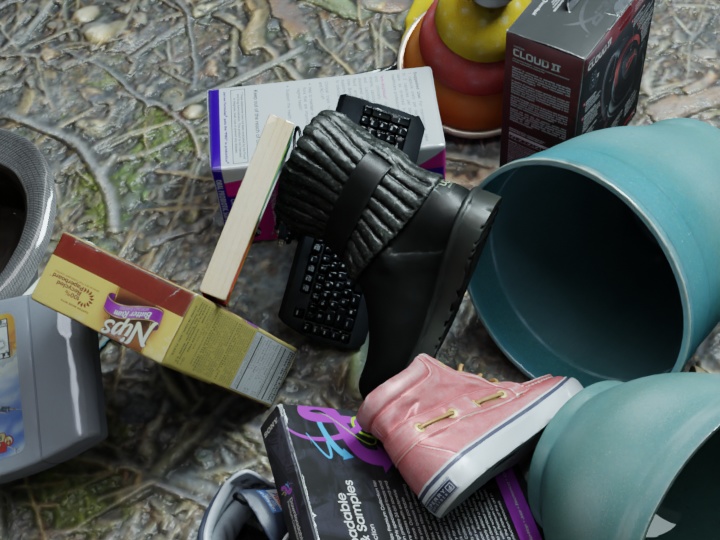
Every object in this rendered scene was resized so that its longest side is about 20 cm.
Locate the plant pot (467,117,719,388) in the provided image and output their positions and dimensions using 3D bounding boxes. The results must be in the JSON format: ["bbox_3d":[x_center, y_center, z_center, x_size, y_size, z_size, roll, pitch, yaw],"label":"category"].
[{"bbox_3d":[0.213,-0.024,0.886,0.200,0.201,0.188,36,47,28],"label":"plant pot"}]

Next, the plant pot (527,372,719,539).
[{"bbox_3d":[0.196,0.151,0.755,0.200,0.201,0.134,-35,33,-21],"label":"plant pot"}]

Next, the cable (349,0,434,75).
[{"bbox_3d":[0.050,-0.201,1.138,0.097,0.050,0.200,39,75,10],"label":"cable"}]

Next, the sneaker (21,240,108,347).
[{"bbox_3d":[-0.257,0.067,0.909,0.076,0.081,0.200,15,60,15],"label":"sneaker"}]

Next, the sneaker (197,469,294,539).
[{"bbox_3d":[-0.029,0.161,0.800,0.200,0.109,0.070,-36,57,-21],"label":"sneaker"}]

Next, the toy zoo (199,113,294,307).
[{"bbox_3d":[-0.087,-0.037,0.866,0.020,0.200,0.132,22,84,-5],"label":"toy zoo"}]

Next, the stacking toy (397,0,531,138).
[{"bbox_3d":[0.109,-0.216,1.015,0.145,0.200,0.147,0,74,-1],"label":"stacking toy"}]

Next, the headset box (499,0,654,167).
[{"bbox_3d":[0.189,-0.178,0.992,0.075,0.200,0.149,26,59,22],"label":"headset box"}]

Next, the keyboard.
[{"bbox_3d":[-0.020,-0.042,0.926,0.104,0.040,0.201,15,89,-1],"label":"keyboard"}]

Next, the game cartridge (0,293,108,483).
[{"bbox_3d":[-0.291,0.095,0.855,0.199,0.042,0.134,-12,71,8],"label":"game cartridge"}]

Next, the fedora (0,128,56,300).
[{"bbox_3d":[-0.333,-0.015,0.973,0.176,0.090,0.201,4,64,11],"label":"fedora"}]

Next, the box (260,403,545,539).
[{"bbox_3d":[0.038,0.163,0.775,0.199,0.036,0.143,11,43,-34],"label":"box"}]

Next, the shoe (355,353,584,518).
[{"bbox_3d":[0.081,0.093,0.799,0.091,0.072,0.200,46,35,17],"label":"shoe"}]

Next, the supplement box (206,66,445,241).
[{"bbox_3d":[-0.028,-0.102,1.013,0.199,0.101,0.104,-8,52,-1],"label":"supplement box"}]

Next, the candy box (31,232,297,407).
[{"bbox_3d":[-0.137,0.041,0.846,0.116,0.200,0.057,24,82,21],"label":"candy box"}]

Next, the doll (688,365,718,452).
[{"bbox_3d":[0.345,0.118,0.842,0.199,0.049,0.137,4,43,0],"label":"doll"}]

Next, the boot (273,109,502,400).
[{"bbox_3d":[0.001,-0.001,0.867,0.157,0.212,0.079,24,20,9],"label":"boot"}]
